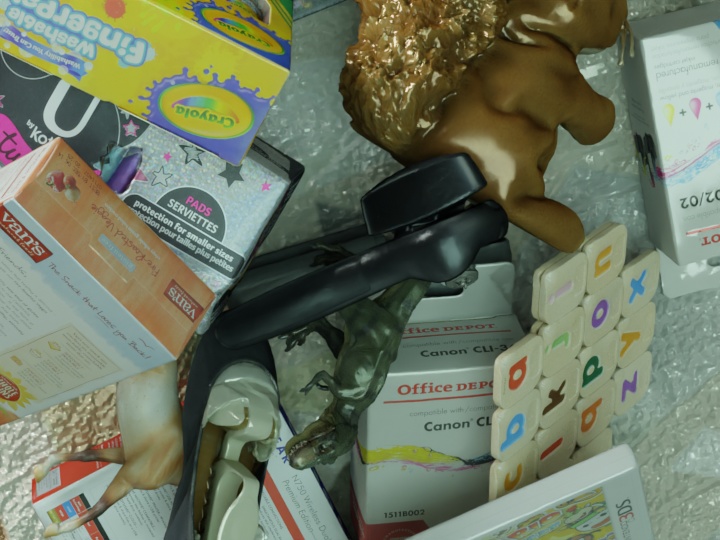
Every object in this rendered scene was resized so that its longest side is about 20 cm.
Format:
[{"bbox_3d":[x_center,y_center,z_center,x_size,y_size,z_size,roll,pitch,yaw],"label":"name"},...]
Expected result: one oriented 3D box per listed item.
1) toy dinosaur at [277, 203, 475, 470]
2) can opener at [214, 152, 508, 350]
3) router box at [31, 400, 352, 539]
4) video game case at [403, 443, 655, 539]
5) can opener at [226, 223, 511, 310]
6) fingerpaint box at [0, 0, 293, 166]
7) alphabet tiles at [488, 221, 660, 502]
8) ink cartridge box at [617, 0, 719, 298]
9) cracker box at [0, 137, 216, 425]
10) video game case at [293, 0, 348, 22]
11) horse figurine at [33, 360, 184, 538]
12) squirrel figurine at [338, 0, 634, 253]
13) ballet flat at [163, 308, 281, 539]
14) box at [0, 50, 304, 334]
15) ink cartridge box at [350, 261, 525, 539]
[{"bbox_3d":[-0.003,0.032,1.319,0.200,0.088,0.047,-60,149,-2],"label":"toy dinosaur"},{"bbox_3d":[0.000,0.000,1.273,0.200,0.063,0.079,-28,79,19],"label":"can opener"},{"bbox_3d":[-0.102,0.194,1.421,0.179,0.049,0.201,-27,107,-1],"label":"router box"},{"bbox_3d":[0.100,0.194,1.382,0.199,0.023,0.182,-23,152,1],"label":"video game case"},{"bbox_3d":[0.006,0.000,1.385,0.199,0.053,0.067,-12,106,-5],"label":"can opener"},{"bbox_3d":[-0.141,-0.165,1.224,0.199,0.167,0.073,26,114,-13],"label":"fingerpaint box"},{"bbox_3d":[0.142,0.070,1.373,0.195,0.015,0.201,-33,133,-44],"label":"alphabet tiles"},{"bbox_3d":[0.251,-0.078,1.396,0.115,0.068,0.201,-14,107,-5],"label":"ink cartridge box"},{"bbox_3d":[-0.197,0.012,1.220,0.134,0.200,0.058,47,51,-20],"label":"cracker box"},{"bbox_3d":[-0.080,-0.252,1.321,0.181,0.023,0.201,-22,106,-2],"label":"video game case"},{"bbox_3d":[-0.158,0.086,1.347,0.132,0.050,0.201,-14,87,1],"label":"horse figurine"},{"bbox_3d":[0.085,-0.143,1.309,0.200,0.141,0.187,29,91,-30],"label":"squirrel figurine"},{"bbox_3d":[-0.080,0.121,1.307,0.073,0.073,0.201,14,76,-12],"label":"ballet flat"},{"bbox_3d":[-0.148,-0.066,1.282,0.200,0.132,0.115,30,97,-1],"label":"box"},{"bbox_3d":[0.054,0.098,1.388,0.116,0.068,0.201,-5,119,-8],"label":"ink cartridge box"}]
